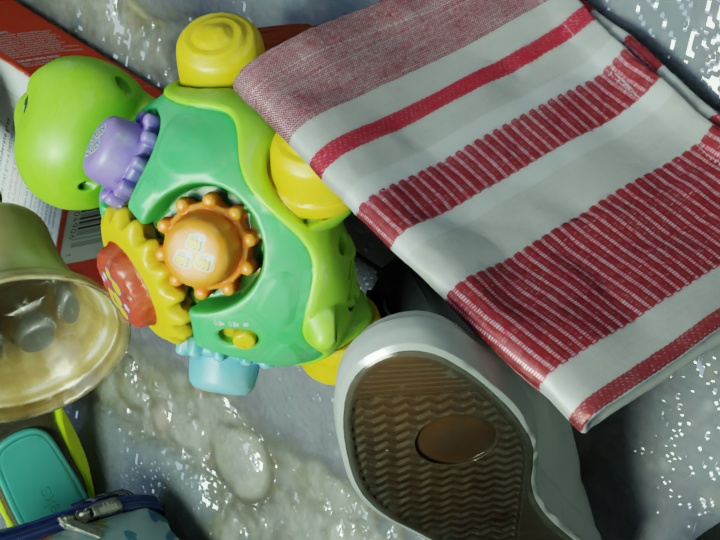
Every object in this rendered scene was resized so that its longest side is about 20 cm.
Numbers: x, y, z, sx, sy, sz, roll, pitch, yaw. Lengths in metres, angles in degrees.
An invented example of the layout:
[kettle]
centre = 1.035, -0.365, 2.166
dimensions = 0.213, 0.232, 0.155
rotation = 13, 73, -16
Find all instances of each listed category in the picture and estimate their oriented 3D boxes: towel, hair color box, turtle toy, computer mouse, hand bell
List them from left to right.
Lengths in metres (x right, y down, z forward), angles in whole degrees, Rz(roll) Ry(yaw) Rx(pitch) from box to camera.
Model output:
[hand bell]
centre = -0.180, -0.040, 0.949
dimensions = 0.104, 0.104, 0.200
rotation = -52, 44, 37
[hair color box]
centre = -0.193, -0.078, 1.057
dimensions = 0.200, 0.064, 0.111
rotation = 33, 121, 33
[turtle toy]
centre = -0.072, -0.028, 0.861
dimensions = 0.200, 0.101, 0.146
rotation = 47, 156, 35
[computer mouse]
centre = 0.000, 0.000, 0.910
dimensions = 0.200, 0.034, 0.059
rotation = 43, 126, 29
[towel]
centre = 0.067, -0.043, 0.764
dimensions = 0.200, 0.144, 0.023
rotation = 45, 151, 27

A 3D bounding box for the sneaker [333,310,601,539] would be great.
[sneaker]
centre = 0.038, 0.057, 0.791
dimensions = 0.073, 0.200, 0.085
rotation = -17, 54, 13

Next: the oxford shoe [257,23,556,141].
[oxford shoe]
centre = 0.013, -0.055, 0.862
dimensions = 0.200, 0.071, 0.073
rotation = 26, 120, 36

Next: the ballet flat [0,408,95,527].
[ballet flat]
centre = -0.186, 0.065, 1.046
dimensions = 0.067, 0.067, 0.200
rotation = 53, 161, 44

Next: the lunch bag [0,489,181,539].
[lunch bag]
centre = -0.175, 0.204, 1.033
dimensions = 0.082, 0.161, 0.200
rotation = 51, 130, 23

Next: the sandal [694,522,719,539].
[sandal]
centre = 0.112, 0.158, 0.829
dimensions = 0.200, 0.045, 0.075
rotation = -47, 68, 39
